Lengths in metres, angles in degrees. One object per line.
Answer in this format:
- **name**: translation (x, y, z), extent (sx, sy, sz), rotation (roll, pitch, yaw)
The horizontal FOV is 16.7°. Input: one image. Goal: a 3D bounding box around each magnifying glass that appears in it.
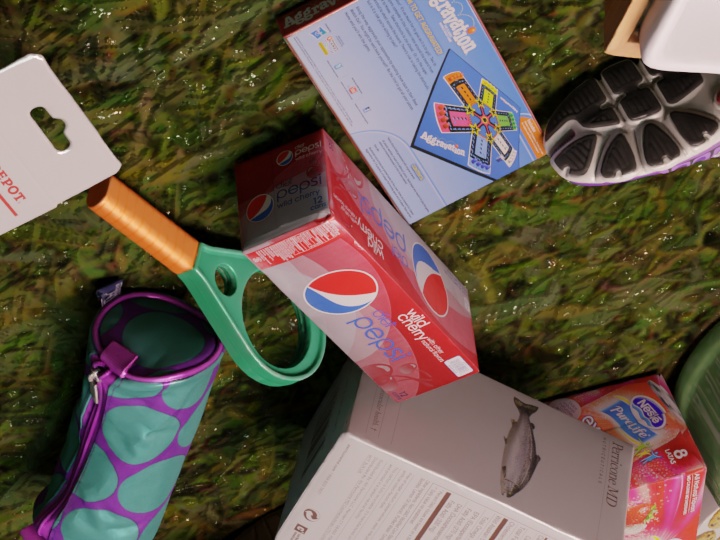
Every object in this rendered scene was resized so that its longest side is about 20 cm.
- **magnifying glass**: translation (-0.090, 0.002, 1.481), extent (0.022, 0.080, 0.200), rotation (-18, 138, 38)

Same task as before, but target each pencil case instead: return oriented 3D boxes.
- **pencil case**: translation (-0.151, 0.102, 1.547), extent (0.092, 0.085, 0.200), rotation (-17, 144, -35)

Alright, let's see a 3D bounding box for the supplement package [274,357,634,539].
- **supplement package**: translation (0.064, 0.146, 1.614), extent (0.200, 0.117, 0.117), rotation (25, 127, -8)

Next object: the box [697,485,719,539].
- **box**: translation (0.277, 0.172, 1.872), extent (0.041, 0.039, 0.200), rotation (17, 127, -39)

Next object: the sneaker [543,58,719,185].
- **sneaker**: translation (0.211, -0.088, 1.507), extent (0.200, 0.081, 0.083), rotation (-17, 148, -9)

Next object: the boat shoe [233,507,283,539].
- **boat shoe**: translation (-0.011, 0.194, 1.732), extent (0.200, 0.073, 0.065), rotation (-27, 136, 5)

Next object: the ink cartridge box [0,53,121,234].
- **ink cartridge box**: translation (-0.245, -0.063, 1.322), extent (0.200, 0.068, 0.115), rotation (-26, 142, 5)

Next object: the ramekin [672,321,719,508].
- **ramekin**: translation (0.330, 0.114, 1.741), extent (0.200, 0.098, 0.200), rotation (-5, 124, -8)

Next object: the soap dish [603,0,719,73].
- **soap dish**: translation (0.236, -0.203, 1.381), extent (0.157, 0.081, 0.200), rotation (1, 136, -26)

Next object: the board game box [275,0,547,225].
- **board game box**: translation (0.035, -0.108, 1.445), extent (0.103, 0.019, 0.200), rotation (-26, 142, 7)

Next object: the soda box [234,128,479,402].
- **soda box**: translation (0.000, 0.000, 1.498), extent (0.063, 0.070, 0.200), rotation (-21, 142, 19)

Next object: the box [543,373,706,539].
- **box**: translation (0.184, 0.179, 1.789), extent (0.100, 0.095, 0.200), rotation (-14, 141, -11)
